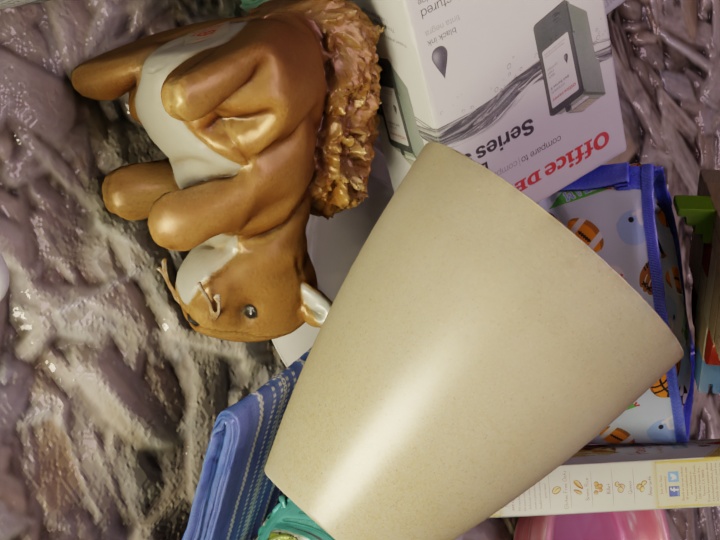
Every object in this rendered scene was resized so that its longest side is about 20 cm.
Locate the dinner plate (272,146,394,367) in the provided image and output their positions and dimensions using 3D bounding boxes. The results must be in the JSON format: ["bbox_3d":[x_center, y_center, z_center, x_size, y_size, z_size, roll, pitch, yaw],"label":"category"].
[{"bbox_3d":[0.000,0.000,1.135,0.200,0.024,0.201,12,74,-50],"label":"dinner plate"}]

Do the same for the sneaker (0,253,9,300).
[{"bbox_3d":[-0.265,-0.014,0.777,0.200,0.076,0.105,39,65,-31],"label":"sneaker"}]

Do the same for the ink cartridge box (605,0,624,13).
[{"bbox_3d":[0.135,-0.250,1.234,0.200,0.057,0.163,-41,122,-11],"label":"ink cartridge box"}]

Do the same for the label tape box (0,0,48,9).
[{"bbox_3d":[-0.219,-0.210,0.870,0.200,0.066,0.144,-24,101,-53],"label":"label tape box"}]

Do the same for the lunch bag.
[{"bbox_3d":[0.142,0.016,1.153,0.124,0.169,0.201,-72,150,-51],"label":"lunch bag"}]

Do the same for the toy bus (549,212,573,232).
[{"bbox_3d":[0.076,0.056,1.061,0.200,0.078,0.065,-53,158,11],"label":"toy bus"}]

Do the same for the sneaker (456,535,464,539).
[{"bbox_3d":[0.033,0.203,1.072,0.200,0.099,0.075,-40,116,-48],"label":"sneaker"}]

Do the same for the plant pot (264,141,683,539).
[{"bbox_3d":[0.044,0.064,0.915,0.200,0.187,0.187,-49,127,-5],"label":"plant pot"}]

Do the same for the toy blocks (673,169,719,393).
[{"bbox_3d":[0.261,0.022,1.125,0.200,0.099,0.137,-83,175,-65],"label":"toy blocks"}]

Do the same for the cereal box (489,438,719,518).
[{"bbox_3d":[0.176,0.144,1.149,0.144,0.199,0.040,11,76,-84],"label":"cereal box"}]

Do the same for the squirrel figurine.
[{"bbox_3d":[-0.051,-0.058,0.978,0.200,0.141,0.187,-30,115,-33],"label":"squirrel figurine"}]

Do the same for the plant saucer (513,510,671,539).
[{"bbox_3d":[0.179,0.236,1.289,0.200,0.051,0.202,15,71,-50],"label":"plant saucer"}]

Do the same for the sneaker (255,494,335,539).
[{"bbox_3d":[-0.035,0.178,0.984,0.200,0.080,0.078,-29,143,-25],"label":"sneaker"}]

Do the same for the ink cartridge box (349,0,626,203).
[{"bbox_3d":[0.080,-0.140,1.042,0.145,0.084,0.201,-30,126,-20],"label":"ink cartridge box"}]

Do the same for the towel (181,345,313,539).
[{"bbox_3d":[-0.041,0.095,1.000,0.200,0.024,0.145,-37,152,-49],"label":"towel"}]

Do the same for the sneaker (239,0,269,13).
[{"bbox_3d":[-0.064,-0.174,1.035,0.201,0.074,0.118,51,39,-9],"label":"sneaker"}]
